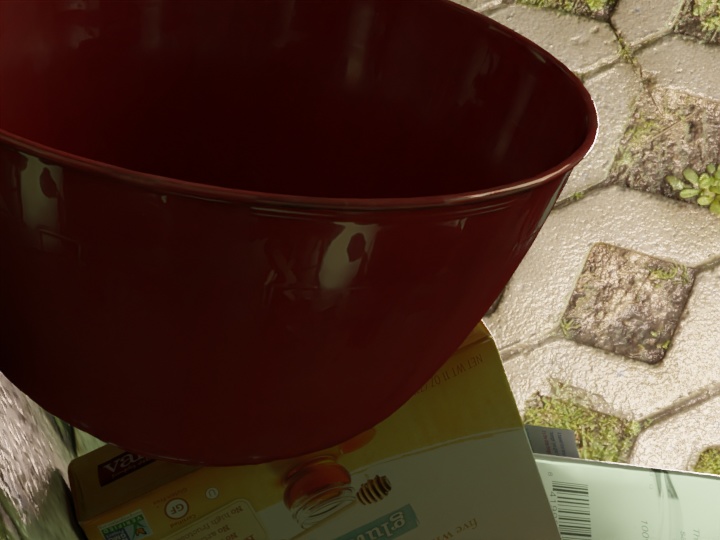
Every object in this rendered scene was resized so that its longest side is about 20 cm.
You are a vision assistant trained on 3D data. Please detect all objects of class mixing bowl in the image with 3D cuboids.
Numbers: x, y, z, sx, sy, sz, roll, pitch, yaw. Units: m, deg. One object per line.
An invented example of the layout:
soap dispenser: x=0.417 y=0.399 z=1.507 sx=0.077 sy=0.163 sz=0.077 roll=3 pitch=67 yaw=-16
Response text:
mixing bowl: x=-0.041 y=-0.015 z=0.440 sx=0.200 sy=0.199 sz=0.109 roll=-121 pitch=-143 yaw=-58

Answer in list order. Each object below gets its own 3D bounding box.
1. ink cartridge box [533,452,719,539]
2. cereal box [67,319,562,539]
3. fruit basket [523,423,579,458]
ink cartridge box: x=0.112 y=0.167 z=0.721 sx=0.085 sy=0.199 sz=0.147 roll=-30 pitch=-125 yaw=58
cereal box: x=0.004 y=0.119 z=0.537 sx=0.040 sy=0.143 sz=0.201 roll=-122 pitch=-172 yaw=-59
fruit basket: x=0.030 y=0.111 z=0.845 sx=0.186 sy=0.199 sz=0.094 roll=69 pitch=29 yaw=-52
